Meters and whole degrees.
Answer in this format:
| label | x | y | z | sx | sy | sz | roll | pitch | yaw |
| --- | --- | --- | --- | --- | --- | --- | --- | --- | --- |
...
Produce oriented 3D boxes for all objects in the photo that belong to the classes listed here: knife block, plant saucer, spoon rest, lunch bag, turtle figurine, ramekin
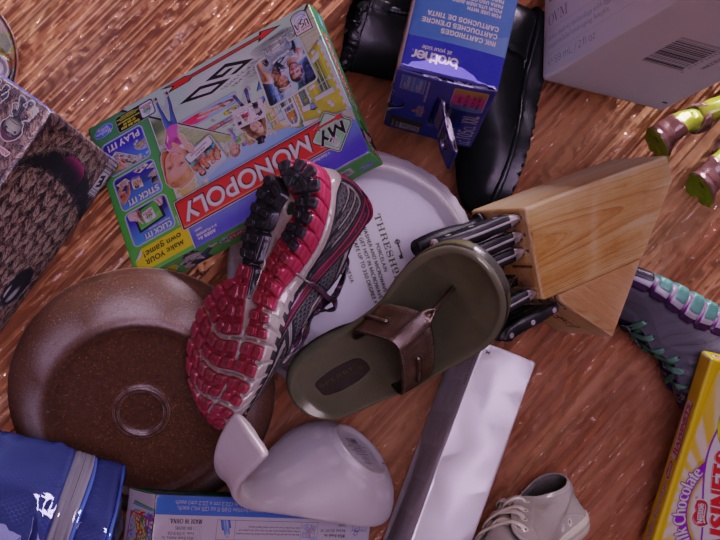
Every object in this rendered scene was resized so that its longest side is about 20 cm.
| label | x | y | z | sx | sy | sz | roll | pitch | yaw |
| --- | --- | --- | --- | --- | --- | --- | --- | --- | --- |
| knife block | 0.128 | -0.033 | 1.038 | 0.175 | 0.064 | 0.201 | 33 | 73 | -31 |
| plant saucer | -0.161 | 0.098 | 1.036 | 0.199 | 0.037 | 0.202 | -2 | 111 | -6 |
| spoon rest | -0.042 | 0.146 | 1.027 | 0.061 | 0.200 | 0.099 | -46 | 59 | 14 |
| lunch bag | -0.240 | 0.224 | 0.987 | 0.132 | 0.136 | 0.201 | 19 | 111 | -7 |
| turtle figurine | 0.326 | -0.128 | 1.159 | 0.161 | 0.064 | 0.200 | -41 | 94 | -10 |
| ramekin | 0.000 | 0.000 | 1.079 | 0.201 | 0.094 | 0.204 | 1 | 87 | -10 |

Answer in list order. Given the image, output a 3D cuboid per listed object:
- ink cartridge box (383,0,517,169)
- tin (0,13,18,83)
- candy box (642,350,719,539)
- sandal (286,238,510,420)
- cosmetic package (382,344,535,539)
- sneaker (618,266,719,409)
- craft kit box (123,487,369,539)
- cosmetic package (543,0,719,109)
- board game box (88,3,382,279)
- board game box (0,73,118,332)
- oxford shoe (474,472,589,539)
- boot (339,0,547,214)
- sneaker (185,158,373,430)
| label | x | y | z | sx | sy | sz | roll | pitch | yaw |
| --- | --- | --- | --- | --- | --- | --- | --- | --- | --- |
| ink cartridge box | 0.069 | -0.178 | 1.014 | 0.076 | 0.136 | 0.201 | 15 | 79 | 0 |
| tin | -0.358 | -0.163 | 1.054 | 0.199 | 0.042 | 0.113 | 8 | 89 | -10 |
| candy box | 0.295 | 0.171 | 1.129 | 0.102 | 0.026 | 0.201 | 13 | 102 | -7 |
| sandal | 0.025 | 0.055 | 0.970 | 0.201 | 0.057 | 0.080 | -39 | 97 | 30 |
| cosmetic package | 0.072 | 0.157 | 1.089 | 0.050 | 0.083 | 0.201 | 22 | 84 | -8 |
| sneaker | 0.253 | 0.060 | 1.134 | 0.199 | 0.074 | 0.088 | 25 | 88 | -9 |
| craft kit box | -0.087 | 0.263 | 1.031 | 0.199 | 0.048 | 0.199 | 10 | 81 | -38 |
| cosmetic package | 0.239 | -0.255 | 1.058 | 0.122 | 0.199 | 0.201 | 11 | 73 | -23 |
| board game box | -0.096 | -0.092 | 1.038 | 0.199 | 0.029 | 0.135 | -28 | 66 | 13 |
| board game box | -0.283 | -0.037 | 0.980 | 0.097 | 0.159 | 0.200 | 34 | 88 | 10 |
| oxford shoe | 0.114 | 0.203 | 1.055 | 0.075 | 0.200 | 0.058 | -20 | 92 | 32 |
| boot | 0.060 | -0.151 | 1.110 | 0.162 | 0.073 | 0.199 | 18 | 77 | -11 |
| sneaker | -0.054 | 0.024 | 0.979 | 0.074 | 0.081 | 0.201 | 17 | 106 | -45 |
